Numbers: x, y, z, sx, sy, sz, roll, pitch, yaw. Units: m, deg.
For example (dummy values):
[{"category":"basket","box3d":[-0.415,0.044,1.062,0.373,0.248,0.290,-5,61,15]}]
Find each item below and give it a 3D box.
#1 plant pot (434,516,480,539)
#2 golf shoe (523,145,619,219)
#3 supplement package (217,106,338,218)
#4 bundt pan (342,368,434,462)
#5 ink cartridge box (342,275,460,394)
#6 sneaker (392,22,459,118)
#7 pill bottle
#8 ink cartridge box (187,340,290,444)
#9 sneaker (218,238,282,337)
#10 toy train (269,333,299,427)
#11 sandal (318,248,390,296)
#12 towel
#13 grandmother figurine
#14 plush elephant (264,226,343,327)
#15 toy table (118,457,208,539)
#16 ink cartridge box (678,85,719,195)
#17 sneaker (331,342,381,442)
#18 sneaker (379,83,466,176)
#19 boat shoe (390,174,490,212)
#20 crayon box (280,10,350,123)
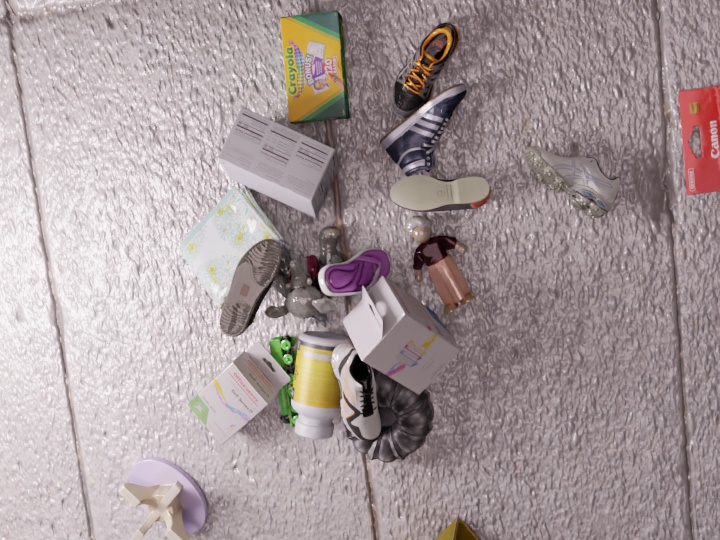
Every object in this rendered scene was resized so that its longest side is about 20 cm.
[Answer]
[{"category":"plant pot","box3d":[0.181,0.674,1.638,0.200,0.196,0.195,-43,91,19]},{"category":"golf shoe","box3d":[0.408,-0.191,1.553,0.199,0.078,0.098,36,84,-4]},{"category":"supplement package","box3d":[-0.155,-0.205,1.566,0.197,0.156,0.113,25,83,4]},{"category":"bundt pan","box3d":[0.052,0.302,1.658,0.197,0.076,0.207,1,97,8]},{"category":"ink cartridge box","box3d":[0.069,0.120,1.557,0.199,0.129,0.126,34,105,-36]},{"category":"sneaker","box3d":[0.120,-0.389,1.553,0.077,0.077,0.202,30,102,1]},{"category":"pill bottle","box3d":[-0.082,0.232,1.640,0.109,0.112,0.205,8,93,7]},{"category":"ink cartridge box","box3d":[-0.252,0.253,1.677,0.117,0.067,0.200,47,114,0]},{"category":"sneaker","box3d":[-0.213,0.030,1.575,0.074,0.106,0.203,29,89,1]},{"category":"toy train","box3d":[-0.154,0.234,1.697,0.055,0.042,0.205,-5,97,18]},{"category":"sandal","box3d":[0.002,0.007,1.570,0.049,0.201,0.084,-14,96,45]},{"category":"towel","box3d":[-0.262,-0.051,1.634,0.200,0.048,0.172,-45,63,12]},{"category":"grandmother figurine","box3d":[0.156,-0.021,1.609,0.120,0.061,0.202,-31,95,2]},{"category":"plush elephant","box3d":[-0.112,0.030,1.601,0.161,0.155,0.204,-11,96,10]},{"category":"toy table","box3d":[-0.429,0.505,1.733,0.198,0.117,0.186,30,101,2]},{"category":"ink cartridge box","box3d":[0.696,-0.250,1.508,0.172,0.045,0.205,-7,96,8]},{"category":"sneaker","box3d":[-0.001,0.243,1.566,0.073,0.080,0.204,-22,100,-26]},{"category":"sneaker","box3d":[0.144,-0.266,1.569,0.198,0.070,0.110,-35,87,18]},{"category":"boat shoe","box3d":[0.158,-0.148,1.588,0.195,0.063,0.073,-3,80,9]},{"category":"crayon box","box3d":[-0.088,-0.397,1.590,0.116,0.058,0.205,-4,97,8]}]
